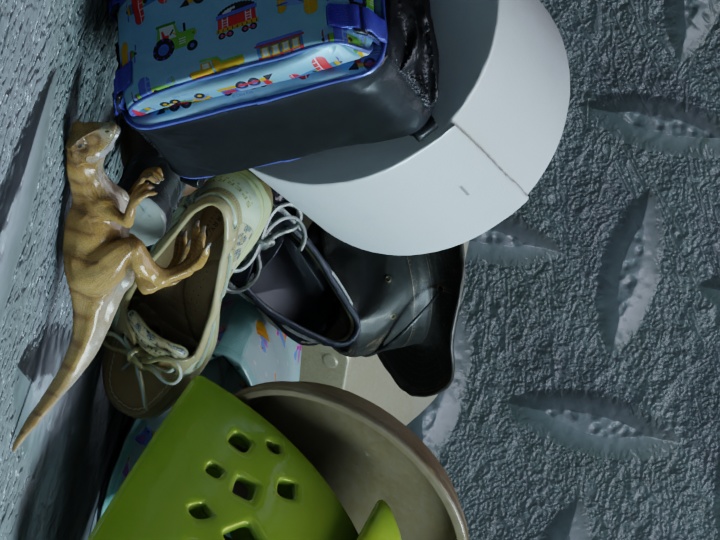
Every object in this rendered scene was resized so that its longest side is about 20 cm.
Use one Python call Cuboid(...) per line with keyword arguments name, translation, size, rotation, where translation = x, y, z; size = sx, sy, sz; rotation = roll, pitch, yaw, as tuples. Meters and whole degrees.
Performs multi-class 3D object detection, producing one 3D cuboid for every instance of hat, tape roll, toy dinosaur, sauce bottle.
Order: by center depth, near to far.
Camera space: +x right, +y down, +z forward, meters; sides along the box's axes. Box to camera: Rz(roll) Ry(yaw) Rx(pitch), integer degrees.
Cuboid(name="toy dinosaur", translation=(-0.146, 0.000, 1.326), size=(0.060, 0.106, 0.201), rotation=(-129, -138, -59))
Cuboid(name="tape roll", translation=(0.013, -0.124, 1.409), size=(0.139, 0.202, 0.204), rotation=(37, 65, -62))
Cuboid(name="sauce bottle", translation=(-0.113, -0.089, 1.438), size=(0.200, 0.064, 0.065), rotation=(-68, 170, -50))
Cuboid(name="hat", translation=(0.000, 0.000, 1.663), size=(0.200, 0.081, 0.202), rotation=(169, -90, -67))

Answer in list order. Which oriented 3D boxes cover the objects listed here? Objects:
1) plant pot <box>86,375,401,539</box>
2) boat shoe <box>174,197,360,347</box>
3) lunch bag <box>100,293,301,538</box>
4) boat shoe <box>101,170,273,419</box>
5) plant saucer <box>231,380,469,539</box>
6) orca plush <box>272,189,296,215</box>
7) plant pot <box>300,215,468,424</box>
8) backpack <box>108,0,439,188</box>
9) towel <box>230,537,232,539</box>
Cuboid(name="plant pot", translation=(-0.092, 0.224, 1.495), size=(0.200, 0.181, 0.199), rotation=(-60, 176, -43))
Cuboid(name="boat shoe", translation=(-0.071, -0.014, 1.548), size=(0.075, 0.062, 0.200), rotation=(-48, 126, -14))
Cuboid(name="lunch bag", translation=(-0.105, 0.088, 1.673), size=(0.171, 0.121, 0.201), rotation=(-67, 175, -56))
Cuboid(name="boat shoe", translation=(-0.122, 0.019, 1.479), size=(0.201, 0.073, 0.063), rotation=(-65, 175, 28))
Cuboid(name="plant saucer", translation=(-0.012, 0.148, 1.532), size=(0.029, 0.199, 0.201), rotation=(-50, 159, -39))
Cuboid(name="orca plush", translation=(-0.073, -0.066, 1.701), size=(0.200, 0.105, 0.071), rotation=(-137, -147, -66))
Cuboid(name="plant pot", translation=(-0.044, 0.048, 1.916), size=(0.177, 0.199, 0.201), rotation=(-53, 159, -51))
Cuboid(name="backpack", translation=(-0.052, -0.169, 1.300), size=(0.135, 0.182, 0.201), rotation=(43, 41, -60))
Cuboid(name="towel", translation=(-0.086, 0.215, 1.666), size=(0.201, 0.018, 0.086), rotation=(-67, 168, 20))
